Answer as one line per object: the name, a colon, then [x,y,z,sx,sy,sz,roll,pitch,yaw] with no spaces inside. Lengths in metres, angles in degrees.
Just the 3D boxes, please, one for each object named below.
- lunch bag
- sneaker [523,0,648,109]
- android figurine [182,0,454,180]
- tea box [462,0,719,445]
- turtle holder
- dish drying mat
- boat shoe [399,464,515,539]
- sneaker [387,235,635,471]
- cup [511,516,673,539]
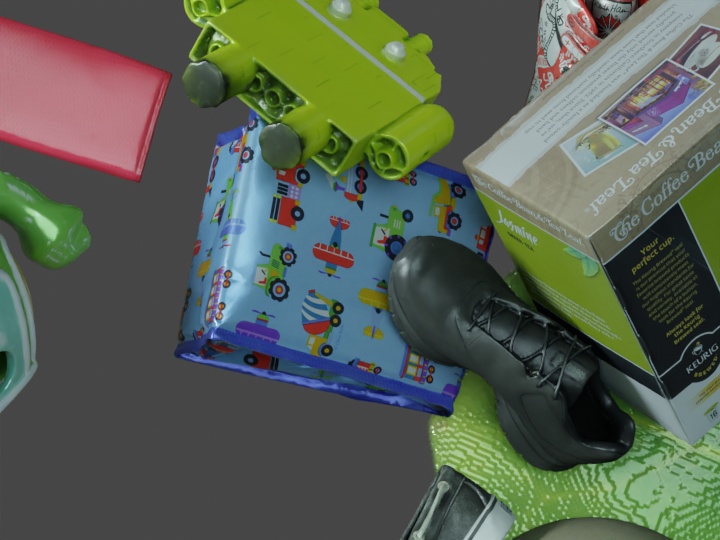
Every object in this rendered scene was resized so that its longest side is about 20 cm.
lunch bag: [0.000,0.000,1.730,0.200,0.094,0.151,15,76,-16]
sneaker: [0.144,-0.115,1.753,0.067,0.108,0.202,6,80,-8]
android figurine: [-0.023,-0.126,1.709,0.182,0.041,0.200,40,35,12]
tea box: [0.204,-0.041,1.694,0.200,0.134,0.197,-40,131,-14]
turtle holder: [-0.259,0.024,1.666,0.132,0.141,0.186,49,37,-14]
dish drying mat: [-0.225,-0.121,1.740,0.200,0.018,0.077,17,78,-7]
boat shoe: [0.016,0.212,1.705,0.064,0.071,0.200,37,69,-3]
sneaker: [0.100,0.048,1.701,0.200,0.091,0.076,43,68,-24]
cup: [0.160,0.247,1.682,0.200,0.143,0.201,2,80,-9]
